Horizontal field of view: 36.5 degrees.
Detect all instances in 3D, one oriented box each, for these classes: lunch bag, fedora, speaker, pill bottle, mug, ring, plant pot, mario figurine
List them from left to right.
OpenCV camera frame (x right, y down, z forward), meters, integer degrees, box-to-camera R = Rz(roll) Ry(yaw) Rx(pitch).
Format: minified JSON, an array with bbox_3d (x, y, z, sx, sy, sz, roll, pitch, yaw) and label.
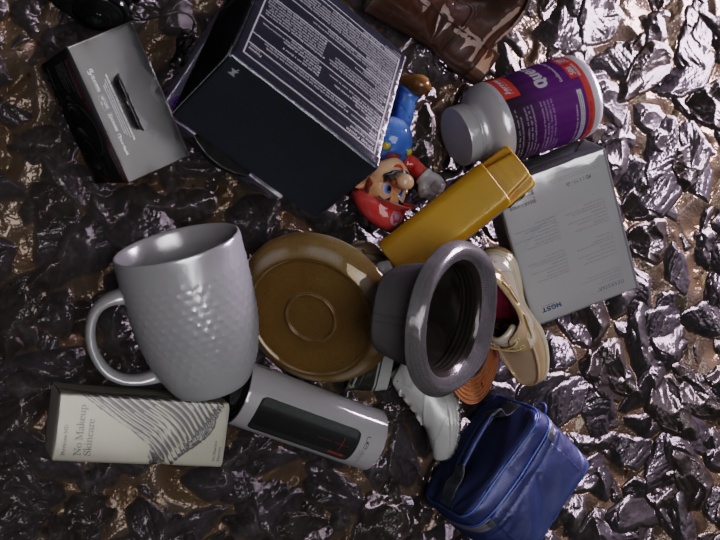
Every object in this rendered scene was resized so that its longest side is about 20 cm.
[{"bbox_3d":[-0.213,0.059,1.240,0.199,0.148,0.176,-17,108,-15],"label":"mug"},{"bbox_3d":[-0.066,0.180,1.346,0.199,0.081,0.082,24,85,-24],"label":"speaker"},{"bbox_3d":[-0.056,0.051,1.296,0.199,0.028,0.201,7,116,15],"label":"plant pot"},{"bbox_3d":[0.049,-0.149,1.352,0.123,0.106,0.201,5,86,2],"label":"mario figurine"},{"bbox_3d":[0.075,0.050,1.243,0.200,0.090,0.178,-18,113,-58],"label":"fedora"},{"bbox_3d":[0.136,0.071,1.404,0.200,0.019,0.202,8,81,-60],"label":"ring"},{"bbox_3d":[0.190,0.260,1.431,0.132,0.136,0.200,41,76,-24],"label":"lunch bag"},{"bbox_3d":[0.208,-0.202,1.416,0.199,0.112,0.113,-20,102,-21],"label":"pill bottle"}]

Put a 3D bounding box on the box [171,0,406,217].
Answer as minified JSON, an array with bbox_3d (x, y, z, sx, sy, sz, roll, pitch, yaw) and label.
[{"bbox_3d":[-0.073,-0.203,1.190,0.200,0.123,0.199,36,43,-22],"label":"box"}]

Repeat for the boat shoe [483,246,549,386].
[{"bbox_3d":[0.187,0.071,1.411,0.069,0.073,0.201,-45,118,-48],"label":"boat shoe"}]

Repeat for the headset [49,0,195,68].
[{"bbox_3d":[-0.270,-0.307,1.217,0.200,0.094,0.124,36,62,0],"label":"headset"}]

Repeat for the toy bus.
[{"bbox_3d":[0.119,-0.069,1.335,0.200,0.078,0.065,-38,85,5],"label":"toy bus"}]

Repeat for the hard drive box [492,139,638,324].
[{"bbox_3d":[0.263,-0.050,1.441,0.155,0.077,0.201,-19,108,-5],"label":"hard drive box"}]

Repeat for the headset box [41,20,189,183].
[{"bbox_3d":[-0.263,-0.174,1.165,0.077,0.200,0.150,-27,105,-19],"label":"headset box"}]

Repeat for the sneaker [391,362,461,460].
[{"bbox_3d":[0.084,0.153,1.425,0.087,0.075,0.201,-10,98,-3],"label":"sneaker"}]

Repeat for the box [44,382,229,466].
[{"bbox_3d":[-0.259,0.180,1.267,0.199,0.068,0.083,5,93,-24],"label":"box"}]

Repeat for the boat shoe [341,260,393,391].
[{"bbox_3d":[0.008,0.075,1.338,0.063,0.071,0.201,-4,129,-12],"label":"boat shoe"}]

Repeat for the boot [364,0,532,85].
[{"bbox_3d":[0.113,-0.364,1.394,0.199,0.064,0.187,32,79,-18],"label":"boot"}]

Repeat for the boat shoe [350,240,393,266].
[{"bbox_3d":[0.000,0.000,1.374,0.199,0.071,0.065,16,49,-28],"label":"boat shoe"}]

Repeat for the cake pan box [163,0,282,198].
[{"bbox_3d":[-0.125,-0.210,1.305,0.184,0.052,0.201,36,79,-20],"label":"cake pan box"}]
